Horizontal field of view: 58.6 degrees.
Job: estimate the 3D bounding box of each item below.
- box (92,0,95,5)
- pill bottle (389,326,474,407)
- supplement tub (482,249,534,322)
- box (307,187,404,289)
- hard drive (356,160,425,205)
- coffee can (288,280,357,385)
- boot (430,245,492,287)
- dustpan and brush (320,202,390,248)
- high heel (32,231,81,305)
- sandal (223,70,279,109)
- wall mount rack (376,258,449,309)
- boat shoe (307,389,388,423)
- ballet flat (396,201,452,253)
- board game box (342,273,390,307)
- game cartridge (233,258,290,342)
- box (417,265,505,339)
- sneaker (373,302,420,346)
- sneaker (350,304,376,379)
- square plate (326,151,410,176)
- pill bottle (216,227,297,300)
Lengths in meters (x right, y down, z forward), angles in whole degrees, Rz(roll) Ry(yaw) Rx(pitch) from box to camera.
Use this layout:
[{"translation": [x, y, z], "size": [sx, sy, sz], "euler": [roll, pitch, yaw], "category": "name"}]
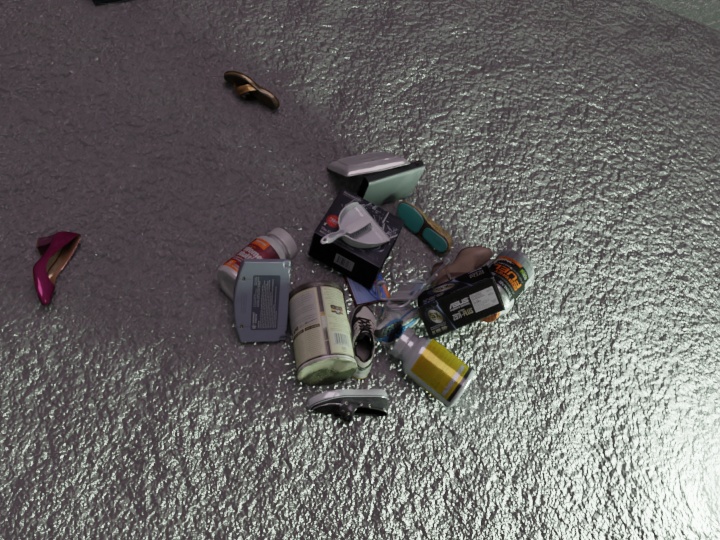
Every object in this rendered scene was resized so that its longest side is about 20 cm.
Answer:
[{"translation": [-0.801, -0.980, 2.067], "size": [0.194, 0.125, 0.202], "euler": [-24, 67, -27], "category": "box"}, {"translation": [0.172, 0.232, 1.571], "size": [0.199, 0.113, 0.112], "euler": [38, 55, 9], "category": "pill bottle"}, {"translation": [0.381, 0.043, 1.754], "size": [0.122, 0.123, 0.200], "euler": [39, 55, 11], "category": "supplement tub"}, {"translation": [-0.011, -0.088, 1.708], "size": [0.197, 0.105, 0.184], "euler": [27, 53, 3], "category": "box"}, {"translation": [0.079, -0.241, 1.837], "size": [0.197, 0.140, 0.033], "euler": [-20, 67, -27], "category": "hard drive"}, {"translation": [-0.093, 0.149, 1.523], "size": [0.143, 0.147, 0.204], "euler": [-1, 58, -17], "category": "coffee can"}, {"translation": [0.282, 0.006, 1.735], "size": [0.196, 0.072, 0.147], "euler": [-19, 25, 2], "category": "boot"}, {"translation": [-0.027, -0.099, 1.608], "size": [0.198, 0.058, 0.140], "euler": [-31, 70, -30], "category": "dustpan and brush"}, {"translation": [-0.700, -0.011, 1.487], "size": [0.094, 0.068, 0.203], "euler": [-10, 57, -10], "category": "high heel"}, {"translation": [-0.339, -0.544, 1.959], "size": [0.198, 0.080, 0.055], "euler": [33, 75, 1], "category": "sandal"}, {"translation": [0.140, 0.028, 1.655], "size": [0.170, 0.076, 0.200], "euler": [-4, 19, 25], "category": "wall mount rack"}, {"translation": [-0.025, 0.320, 1.486], "size": [0.195, 0.070, 0.067], "euler": [3, 54, -24], "category": "boat shoe"}, {"translation": [0.188, -0.127, 1.849], "size": [0.200, 0.071, 0.070], "euler": [43, 56, 14], "category": "ballet flat"}, {"translation": [0.000, 0.000, 1.729], "size": [0.101, 0.020, 0.203], "euler": [-10, 61, -21], "category": "board game box"}, {"translation": [-0.235, 0.070, 1.518], "size": [0.130, 0.205, 0.042], "euler": [2, 18, -14], "category": "game cartridge"}, {"translation": [0.245, 0.076, 1.589], "size": [0.196, 0.164, 0.088], "euler": [-23, 97, 10], "category": "box"}, {"translation": [0.077, 0.126, 1.625], "size": [0.086, 0.076, 0.199], "euler": [34, 26, 21], "category": "sneaker"}, {"translation": [0.013, 0.163, 1.584], "size": [0.074, 0.088, 0.204], "euler": [9, 54, -9], "category": "sneaker"}, {"translation": [0.019, -0.311, 1.847], "size": [0.196, 0.029, 0.198], "euler": [-14, 19, -16], "category": "square plate"}, {"translation": [-0.255, -0.016, 1.605], "size": [0.109, 0.110, 0.200], "euler": [39, 55, 11], "category": "pill bottle"}]
